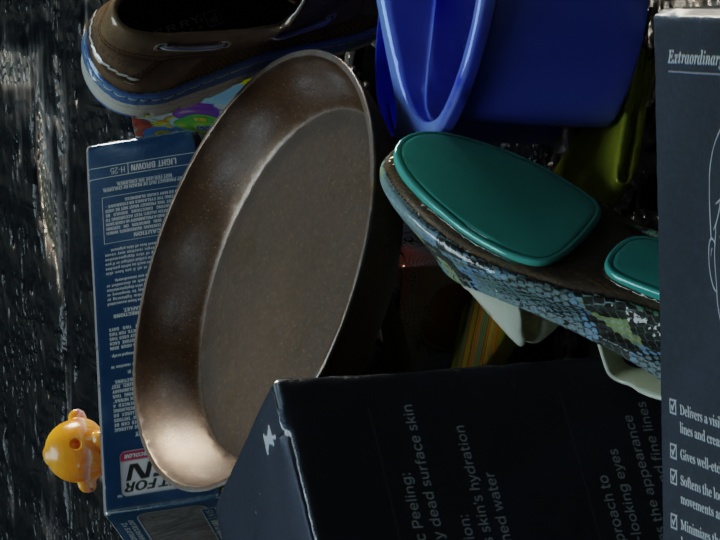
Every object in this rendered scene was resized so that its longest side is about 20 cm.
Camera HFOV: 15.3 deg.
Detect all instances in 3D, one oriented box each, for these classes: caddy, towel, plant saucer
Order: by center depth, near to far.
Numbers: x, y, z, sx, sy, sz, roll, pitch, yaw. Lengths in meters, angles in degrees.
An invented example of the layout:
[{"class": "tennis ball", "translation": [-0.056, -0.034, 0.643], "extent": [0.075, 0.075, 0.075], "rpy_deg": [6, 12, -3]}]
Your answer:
[{"class": "caddy", "translation": [0.054, -0.143, 1.142], "extent": [0.141, 0.105, 0.201], "rpy_deg": [165, 112, -73]}, {"class": "plant saucer", "translation": [-0.037, 0.003, 1.172], "extent": [0.200, 0.034, 0.201], "rpy_deg": [-39, 41, 44]}, {"class": "towel", "translation": [0.083, -0.006, 1.185], "extent": [0.200, 0.018, 0.086], "rpy_deg": [121, 167, -47]}]

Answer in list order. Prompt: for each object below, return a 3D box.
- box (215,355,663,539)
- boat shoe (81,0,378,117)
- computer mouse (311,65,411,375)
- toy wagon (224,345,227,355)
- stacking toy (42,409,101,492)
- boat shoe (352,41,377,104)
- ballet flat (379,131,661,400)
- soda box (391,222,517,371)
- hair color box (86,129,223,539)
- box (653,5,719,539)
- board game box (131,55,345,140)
[{"class": "box", "translation": [0.064, 0.148, 1.072], "extent": [0.117, 0.200, 0.197], "rpy_deg": [117, 144, -55]}, {"class": "boat shoe", "translation": [-0.031, -0.132, 1.214], "extent": [0.072, 0.200, 0.072], "rpy_deg": [56, 161, 11]}, {"class": "computer mouse", "translation": [0.000, 0.000, 1.243], "extent": [0.141, 0.046, 0.200], "rpy_deg": [95, 172, -51]}, {"class": "toy wagon", "translation": [-0.042, 0.049, 1.326], "extent": [0.200, 0.039, 0.155], "rpy_deg": [-94, -5, -47]}, {"class": "stacking toy", "translation": [-0.073, 0.092, 1.439], "extent": [0.110, 0.200, 0.116], "rpy_deg": [138, 125, -65]}, {"class": "boat shoe", "translation": [0.029, -0.127, 1.319], "extent": [0.071, 0.064, 0.200], "rpy_deg": [-120, 33, -50]}, {"class": "ballet flat", "translation": [0.090, 0.010, 1.060], "extent": [0.200, 0.074, 0.074], "rpy_deg": [26, 124, 29]}, {"class": "soda box", "translation": [0.033, 0.077, 1.336], "extent": [0.064, 0.068, 0.200], "rpy_deg": [-133, 44, -61]}, {"class": "hair color box", "translation": [-0.093, 0.042, 1.332], "extent": [0.100, 0.060, 0.200], "rpy_deg": [69, -166, -63]}, {"class": "box", "translation": [0.175, 0.012, 0.877], "extent": [0.148, 0.107, 0.201], "rpy_deg": [-162, 69, -69]}, {"class": "board game box", "translation": [-0.055, -0.157, 1.385], "extent": [0.103, 0.105, 0.200], "rpy_deg": [92, -177, -71]}]
